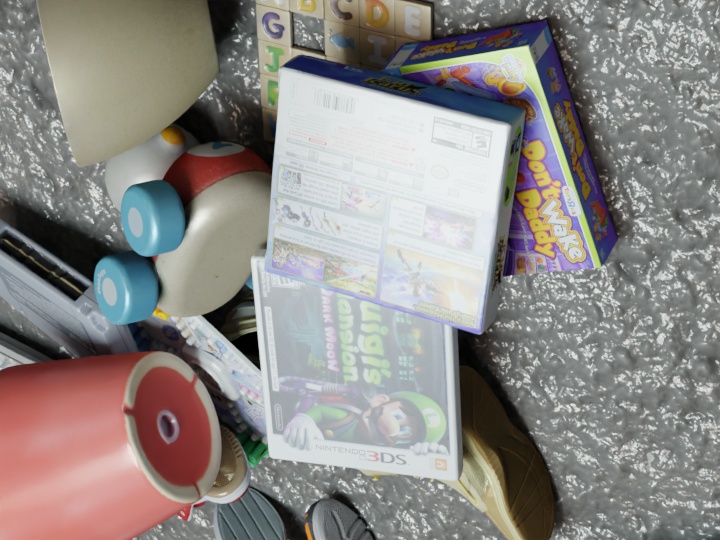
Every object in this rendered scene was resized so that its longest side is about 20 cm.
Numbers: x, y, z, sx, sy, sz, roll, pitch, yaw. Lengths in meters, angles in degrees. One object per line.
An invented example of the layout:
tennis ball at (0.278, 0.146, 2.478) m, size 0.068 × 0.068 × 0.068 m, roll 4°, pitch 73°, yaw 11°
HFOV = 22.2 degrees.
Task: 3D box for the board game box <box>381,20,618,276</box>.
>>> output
board game box at (0.114, -0.093, 1.482) m, size 0.133 × 0.045 × 0.202 m, roll -6°, pitch 119°, yaw 32°

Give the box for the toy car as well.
toy car at (-0.164, -0.080, 1.622) m, size 0.201 × 0.183 × 0.178 m, roll 56°, pitch 140°, yaw 26°

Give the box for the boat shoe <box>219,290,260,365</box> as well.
boat shoe at (-0.038, 0.072, 1.687) m, size 0.198 × 0.068 × 0.075 m, roll 7°, pitch 126°, yaw 28°

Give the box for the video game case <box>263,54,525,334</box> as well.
video game case at (0.024, -0.062, 1.473) m, size 0.198 × 0.045 × 0.183 m, roll 16°, pitch 117°, yaw 19°

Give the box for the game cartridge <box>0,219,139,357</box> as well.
game cartridge at (-0.296, 0.031, 1.798) m, size 0.199 × 0.040 × 0.134 m, roll 32°, pitch 153°, yaw 28°

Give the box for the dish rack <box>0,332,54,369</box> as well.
dish rack at (-0.384, 0.129, 1.968) m, size 0.198 × 0.044 × 0.173 m, roll 24°, pitch 132°, yaw 16°

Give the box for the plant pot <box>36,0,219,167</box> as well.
plant pot at (-0.190, -0.198, 1.529) m, size 0.133 × 0.201 × 0.202 m, roll -11°, pitch 122°, yaw -3°

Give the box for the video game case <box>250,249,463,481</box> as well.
video game case at (-0.002, 0.083, 1.591) m, size 0.180 × 0.023 × 0.202 m, roll 5°, pitch 116°, yaw 18°

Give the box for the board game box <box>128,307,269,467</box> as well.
board game box at (-0.147, 0.102, 1.751) m, size 0.200 × 0.026 × 0.200 m, roll 43°, pitch 159°, yaw -1°

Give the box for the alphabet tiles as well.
alphabet tiles at (0.001, -0.160, 1.538) m, size 0.198 × 0.008 × 0.169 m, roll 16°, pitch 129°, yaw 23°

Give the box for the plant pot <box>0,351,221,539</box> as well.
plant pot at (-0.239, 0.166, 1.707) m, size 0.176 × 0.201 × 0.202 m, roll -19°, pitch 111°, yaw 30°

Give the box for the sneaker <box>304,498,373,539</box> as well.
sneaker at (-0.031, 0.322, 1.857) m, size 0.111 × 0.078 × 0.201 m, roll -10°, pitch 116°, yaw 36°

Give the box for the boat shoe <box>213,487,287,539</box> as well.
boat shoe at (-0.100, 0.309, 1.839) m, size 0.201 × 0.073 × 0.067 m, roll -118°, pitch 28°, yaw -43°

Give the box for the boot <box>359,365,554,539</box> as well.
boot at (0.079, 0.180, 1.690) m, size 0.154 × 0.073 × 0.201 m, roll -12°, pitch 121°, yaw 42°

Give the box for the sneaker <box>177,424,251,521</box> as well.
sneaker at (-0.152, 0.208, 1.822) m, size 0.199 × 0.071 × 0.113 m, roll 27°, pitch 150°, yaw 53°
